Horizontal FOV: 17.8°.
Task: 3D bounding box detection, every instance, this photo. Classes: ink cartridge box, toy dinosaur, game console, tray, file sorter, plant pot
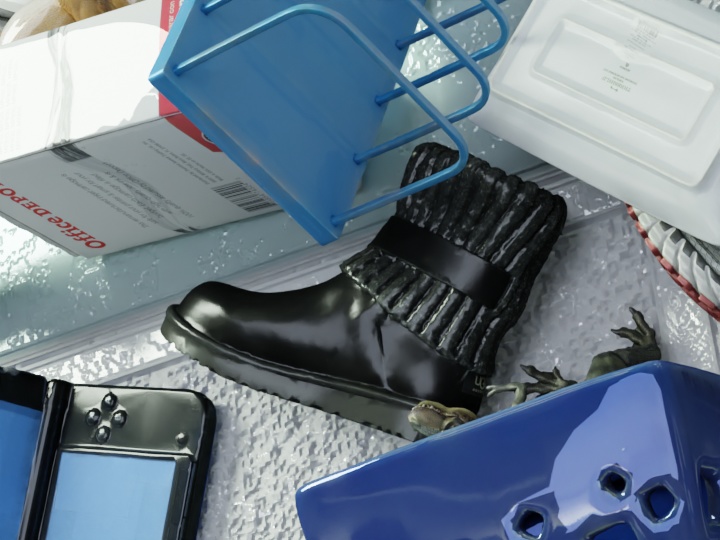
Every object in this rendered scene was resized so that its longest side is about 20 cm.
[{"bbox_3d":[-0.120,-0.085,1.334,0.199,0.147,0.083,-13,66,27],"label":"ink cartridge box"},{"bbox_3d":[0.123,0.062,1.176,0.199,0.048,0.088,-11,23,-1],"label":"toy dinosaur"},{"bbox_3d":[-0.194,0.151,1.316,0.170,0.118,0.201,1,74,32],"label":"game console"},{"bbox_3d":[0.138,-0.094,1.171,0.200,0.022,0.108,31,91,45],"label":"tray"},{"bbox_3d":[0.004,-0.145,1.227,0.122,0.139,0.200,-21,37,39],"label":"file sorter"},{"bbox_3d":[0.112,0.164,1.081,0.199,0.200,0.180,-21,70,25],"label":"plant pot"}]

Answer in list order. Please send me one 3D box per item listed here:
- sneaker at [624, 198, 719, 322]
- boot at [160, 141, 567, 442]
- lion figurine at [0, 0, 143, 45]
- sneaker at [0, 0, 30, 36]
[{"bbox_3d":[0.177,-0.048,1.182,0.082,0.078,0.200,-34,59,16],"label":"sneaker"},{"bbox_3d":[0.002,0.001,1.269,0.210,0.079,0.158,18,90,24],"label":"boot"},{"bbox_3d":[-0.195,-0.140,1.410,0.200,0.123,0.073,-32,21,8],"label":"lion figurine"},{"bbox_3d":[-0.277,-0.134,1.490,0.199,0.078,0.112,14,80,34],"label":"sneaker"}]
